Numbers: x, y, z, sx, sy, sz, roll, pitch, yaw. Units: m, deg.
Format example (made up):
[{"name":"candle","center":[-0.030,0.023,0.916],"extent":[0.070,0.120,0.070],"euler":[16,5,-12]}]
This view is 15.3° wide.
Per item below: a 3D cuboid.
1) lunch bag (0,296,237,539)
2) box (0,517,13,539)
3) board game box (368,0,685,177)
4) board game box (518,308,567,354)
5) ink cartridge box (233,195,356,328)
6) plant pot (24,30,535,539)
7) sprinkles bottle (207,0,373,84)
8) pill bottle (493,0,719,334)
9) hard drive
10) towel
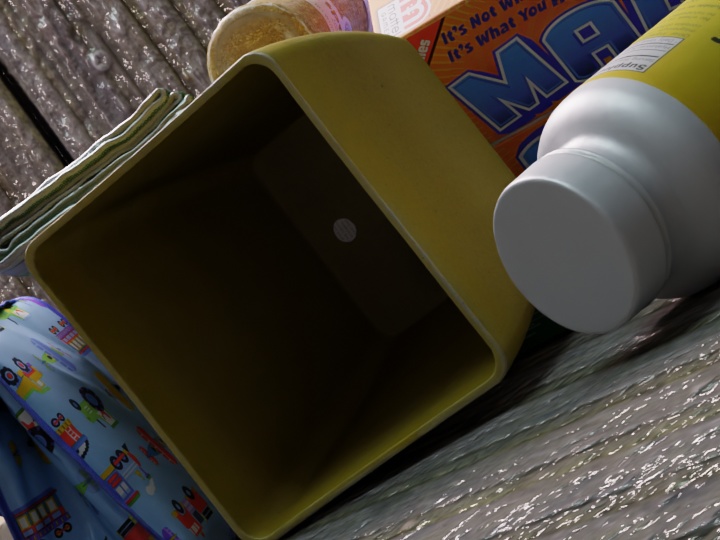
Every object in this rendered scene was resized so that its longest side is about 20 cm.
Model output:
[{"name":"lunch bag","center":[-0.160,0.093,1.482],"extent":[0.094,0.201,0.151],"euler":[-33,4,14]},{"name":"box","center":[-0.223,0.200,1.641],"extent":[0.199,0.078,0.095],"euler":[-35,3,14]},{"name":"board game box","center":[0.132,-0.178,1.581],"extent":[0.199,0.200,0.201],"euler":[-29,41,19]},{"name":"board game box","center":[0.127,-0.004,1.457],"extent":[0.134,0.029,0.200],"euler":[-40,6,-41]},{"name":"ink cartridge box","center":[0.000,0.000,1.604],"extent":[0.076,0.148,0.200],"euler":[-31,6,43]},{"name":"plant pot","center":[-0.016,-0.011,1.415],"extent":[0.200,0.200,0.176],"euler":[-37,2,34]},{"name":"sprinkles bottle","center":[-0.039,-0.137,1.592],"extent":[0.068,0.068,0.200],"euler":[-34,5,15]},{"name":"pill bottle","center":[0.152,-0.056,1.257],"extent":[0.200,0.112,0.111],"euler":[-39,5,-36]},{"name":"hard drive","center":[-0.049,-0.070,1.587],"extent":[0.200,0.025,0.132],"euler":[-36,5,20]},{"name":"towel","center":[-0.134,-0.050,1.516],"extent":[0.149,0.031,0.200],"euler":[-36,-4,8]}]
